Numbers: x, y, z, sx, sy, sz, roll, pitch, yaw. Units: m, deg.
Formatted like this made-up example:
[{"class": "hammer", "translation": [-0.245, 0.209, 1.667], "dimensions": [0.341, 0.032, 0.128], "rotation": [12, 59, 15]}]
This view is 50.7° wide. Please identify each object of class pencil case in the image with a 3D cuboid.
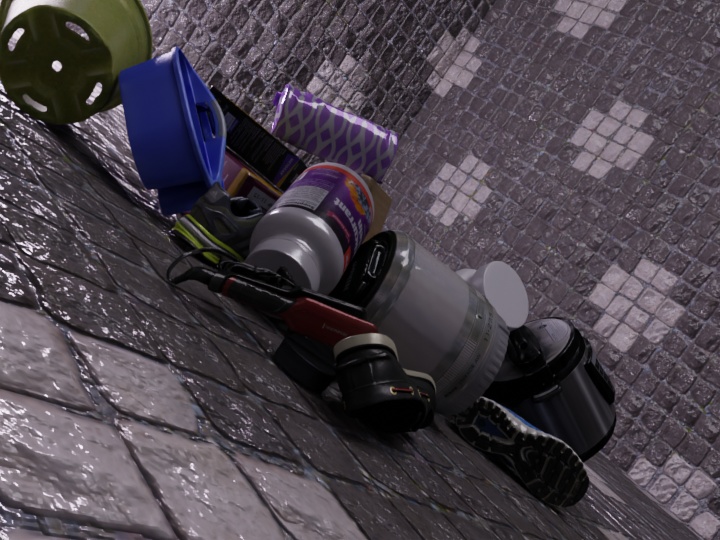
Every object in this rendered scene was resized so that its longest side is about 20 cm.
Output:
[{"class": "pencil case", "translation": [-0.037, -0.205, 1.128], "dimensions": [0.196, 0.085, 0.086], "rotation": [22, 35, -18]}]

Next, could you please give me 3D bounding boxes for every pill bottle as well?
[{"class": "pill bottle", "translation": [0.136, 0.067, 1.093], "dimensions": [0.115, 0.118, 0.198], "rotation": [34, -39, -24]}, {"class": "pill bottle", "translation": [-0.060, -0.034, 0.863], "dimensions": [0.110, 0.112, 0.201], "rotation": [36, 35, -4]}]

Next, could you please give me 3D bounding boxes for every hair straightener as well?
[{"class": "hair straightener", "translation": [-0.081, 0.024, 0.695], "dimensions": [0.196, 0.042, 0.077], "rotation": [17, 17, -21]}]

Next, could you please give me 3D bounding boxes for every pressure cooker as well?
[{"class": "pressure cooker", "translation": [0.261, 0.165, 1.107], "dimensions": [0.174, 0.178, 0.203], "rotation": [-12, -67, 52]}]

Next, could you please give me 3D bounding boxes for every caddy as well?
[{"class": "caddy", "translation": [-0.212, -0.166, 0.911], "dimensions": [0.142, 0.103, 0.204], "rotation": [75, -2, -68]}]

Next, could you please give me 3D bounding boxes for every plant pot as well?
[{"class": "plant pot", "translation": [-0.362, -0.269, 0.937], "dimensions": [0.199, 0.201, 0.185], "rotation": [35, 15, -25]}]

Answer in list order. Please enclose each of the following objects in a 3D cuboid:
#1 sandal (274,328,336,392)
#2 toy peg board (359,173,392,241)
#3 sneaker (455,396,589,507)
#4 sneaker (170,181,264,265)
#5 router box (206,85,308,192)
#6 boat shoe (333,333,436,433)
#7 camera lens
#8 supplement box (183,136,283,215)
[{"class": "sandal", "translation": [-0.037, 0.074, 0.748], "dimensions": [0.075, 0.043, 0.200], "rotation": [37, 4, -3]}, {"class": "toy peg board", "translation": [-0.042, -0.050, 1.206], "dimensions": [0.096, 0.203, 0.200], "rotation": [20, 0, 12]}, {"class": "sneaker", "translation": [0.216, 0.230, 1.007], "dimensions": [0.199, 0.079, 0.089], "rotation": [38, 6, 6]}, {"class": "sneaker", "translation": [-0.133, -0.038, 0.901], "dimensions": [0.074, 0.082, 0.199], "rotation": [38, 3, 27]}, {"class": "router box", "translation": [-0.151, -0.180, 1.112], "dimensions": [0.156, 0.053, 0.200], "rotation": [39, 1, 0]}, {"class": "boat shoe", "translation": [0.028, 0.120, 0.695], "dimensions": [0.202, 0.072, 0.064], "rotation": [51, 24, -61]}, {"class": "camera lens", "translation": [0.062, 0.063, 0.928], "dimensions": [0.198, 0.161, 0.160], "rotation": [36, 3, -18]}, {"class": "supplement box", "translation": [-0.188, -0.106, 1.063], "dimensions": [0.199, 0.104, 0.130], "rotation": [40, 5, 40]}]
